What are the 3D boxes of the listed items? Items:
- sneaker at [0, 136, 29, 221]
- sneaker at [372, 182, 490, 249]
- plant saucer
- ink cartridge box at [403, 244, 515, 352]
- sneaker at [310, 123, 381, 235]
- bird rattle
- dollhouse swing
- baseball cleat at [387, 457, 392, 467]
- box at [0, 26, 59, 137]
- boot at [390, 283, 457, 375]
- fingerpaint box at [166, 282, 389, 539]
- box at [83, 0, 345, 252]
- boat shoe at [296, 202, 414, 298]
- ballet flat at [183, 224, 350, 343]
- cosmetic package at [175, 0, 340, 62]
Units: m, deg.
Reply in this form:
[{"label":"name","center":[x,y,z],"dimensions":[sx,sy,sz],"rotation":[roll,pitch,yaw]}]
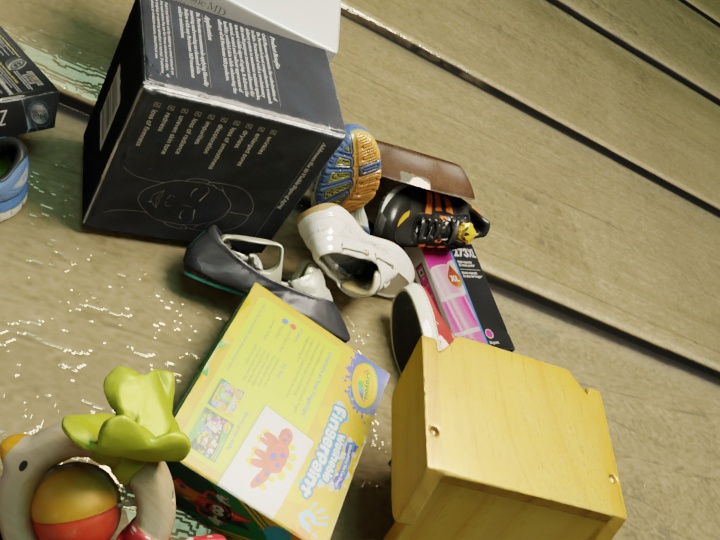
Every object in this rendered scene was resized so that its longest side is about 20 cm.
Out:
[{"label":"sneaker","center":[-0.369,-0.072,0.658],"dimensions":[0.079,0.089,0.199],"rotation":[48,43,8]},{"label":"sneaker","center":[0.093,-0.060,0.952],"dimensions":[0.089,0.071,0.199],"rotation":[23,19,26]},{"label":"plant saucer","center":[0.051,-0.132,0.973],"dimensions":[0.197,0.037,0.201],"rotation":[16,11,-3]},{"label":"ink cartridge box","center":[0.118,0.020,0.995],"dimensions":[0.093,0.037,0.202],"rotation":[1,55,-35]},{"label":"sneaker","center":[-0.029,-0.094,0.866],"dimensions":[0.074,0.201,0.089],"rotation":[-13,56,-17]},{"label":"bird rattle","center":[-0.182,0.177,0.584],"dimensions":[0.160,0.204,0.113],"rotation":[-5,15,2]},{"label":"dollhouse swing","center":[0.107,0.198,0.737],"dimensions":[0.197,0.176,0.184],"rotation":[17,47,-17]},{"label":"baseball cleat","center":[0.098,0.245,0.791],"dimensions":[0.106,0.070,0.201],"rotation":[-40,103,-11]},{"label":"box","center":[-0.405,-0.196,0.733],"dimensions":[0.200,0.044,0.159],"rotation":[44,41,18]},{"label":"boot","center":[0.121,0.104,0.889],"dimensions":[0.142,0.072,0.203],"rotation":[-9,71,-29]},{"label":"fingerpaint box","center":[-0.081,0.140,0.722],"dimensions":[0.166,0.073,0.201],"rotation":[34,44,-9]},{"label":"box","center":[-0.151,-0.132,0.777],"dimensions":[0.194,0.200,0.126],"rotation":[10,52,-31]},{"label":"boat shoe","center":[0.000,0.000,0.864],"dimensions":[0.199,0.070,0.070],"rotation":[31,39,-50]},{"label":"ballet flat","center":[-0.083,0.011,0.808],"dimensions":[0.198,0.073,0.074],"rotation":[27,45,-21]},{"label":"cosmetic package","center":[-0.153,-0.250,0.878],"dimensions":[0.197,0.200,0.124],"rotation":[20,47,-22]}]
